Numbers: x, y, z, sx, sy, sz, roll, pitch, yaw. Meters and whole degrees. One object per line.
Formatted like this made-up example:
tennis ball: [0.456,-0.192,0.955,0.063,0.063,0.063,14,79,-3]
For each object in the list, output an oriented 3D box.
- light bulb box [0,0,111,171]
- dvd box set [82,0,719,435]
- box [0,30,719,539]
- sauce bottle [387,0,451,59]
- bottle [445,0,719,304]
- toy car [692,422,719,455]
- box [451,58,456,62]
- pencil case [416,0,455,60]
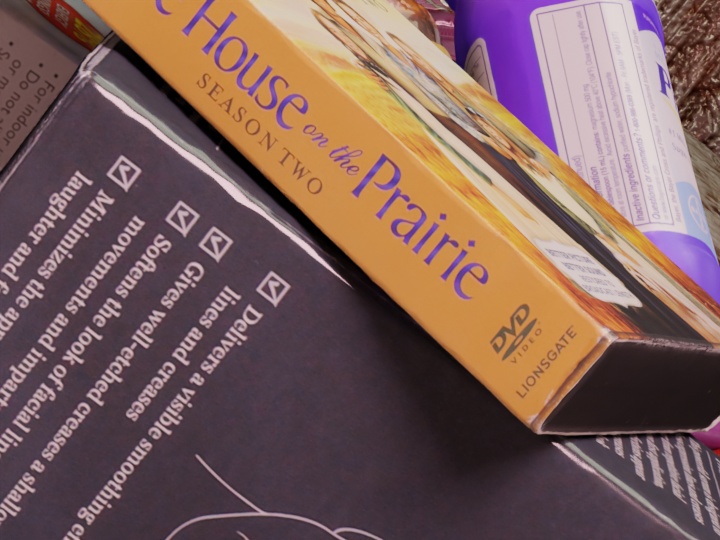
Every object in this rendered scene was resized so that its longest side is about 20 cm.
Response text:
light bulb box: [-0.147,-0.060,0.765,0.200,0.125,0.198,35,12,-14]
dvd box set: [0.002,-0.038,0.643,0.200,0.029,0.146,44,13,19]
box: [-0.023,0.060,0.639,0.200,0.149,0.107,38,12,-6]
sauce bottle: [0.014,0.023,0.754,0.066,0.066,0.201,17,56,-61]
bottle: [0.064,-0.053,0.822,0.084,0.065,0.201,74,5,-60]
toy car: [0.139,0.093,1.006,0.149,0.175,0.201,4,47,12]
box: [0.014,0.022,0.827,0.160,0.044,0.201,24,51,-15]
pencil case: [-0.040,-0.098,0.943,0.199,0.086,0.083,1,67,-33]
